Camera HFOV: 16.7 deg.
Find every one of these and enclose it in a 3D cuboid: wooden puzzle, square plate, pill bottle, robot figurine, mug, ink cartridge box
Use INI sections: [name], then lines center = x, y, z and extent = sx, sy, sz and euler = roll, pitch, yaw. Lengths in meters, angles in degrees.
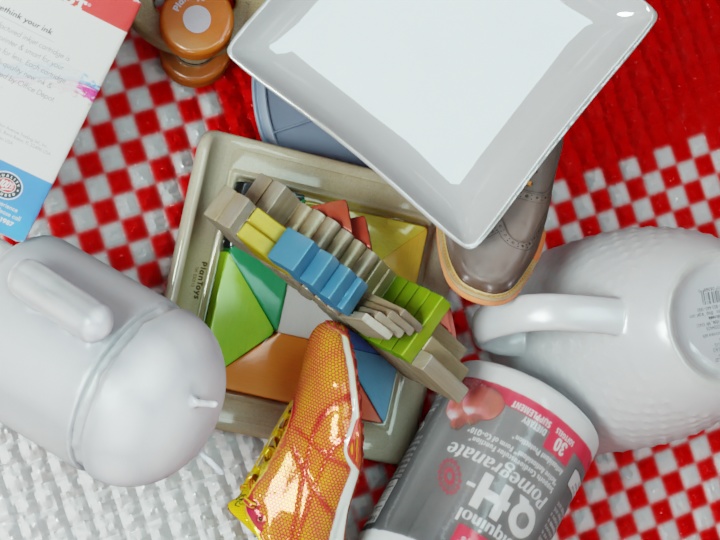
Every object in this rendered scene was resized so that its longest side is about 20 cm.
[wooden puzzle]
center = -0.030, 0.020, 1.569
extent = 0.200, 0.037, 0.185
euler = 13, 89, -25
[square plate]
center = 0.051, -0.147, 1.537
extent = 0.200, 0.028, 0.198
euler = 39, 81, -1
[pill bottle]
center = 0.063, 0.167, 1.571
extent = 0.111, 0.111, 0.200
euler = 37, 68, -17
[robot figurine]
center = -0.162, 0.054, 1.446
extent = 0.200, 0.170, 0.113
euler = 28, 69, 22
[mug]
center = 0.168, 0.040, 1.605
extent = 0.200, 0.175, 0.148
euler = 6, 80, -25
[ink cartridge box]
center = -0.209, -0.133, 1.433
extent = 0.116, 0.067, 0.200
euler = 26, 93, -18

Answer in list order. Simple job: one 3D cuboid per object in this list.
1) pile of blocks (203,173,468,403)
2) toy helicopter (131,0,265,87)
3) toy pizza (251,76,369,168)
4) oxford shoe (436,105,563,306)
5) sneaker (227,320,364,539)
[pile of blocks]
center = 0.000, 0.000, 1.521
extent = 0.200, 0.082, 0.062
euler = 37, 80, -18
[toy helicopter]
center = -0.067, -0.216, 1.564
extent = 0.200, 0.079, 0.132
euler = -28, 81, -9
[toy pizza]
center = 0.015, -0.117, 1.633
extent = 0.200, 0.032, 0.201
euler = 2, 85, -26
[oxford shoe]
center = 0.094, -0.067, 1.573
extent = 0.071, 0.073, 0.200
euler = 14, 53, -1
[sneaker]
center = -0.040, 0.129, 1.527
extent = 0.077, 0.073, 0.200
euler = 9, 92, -7
